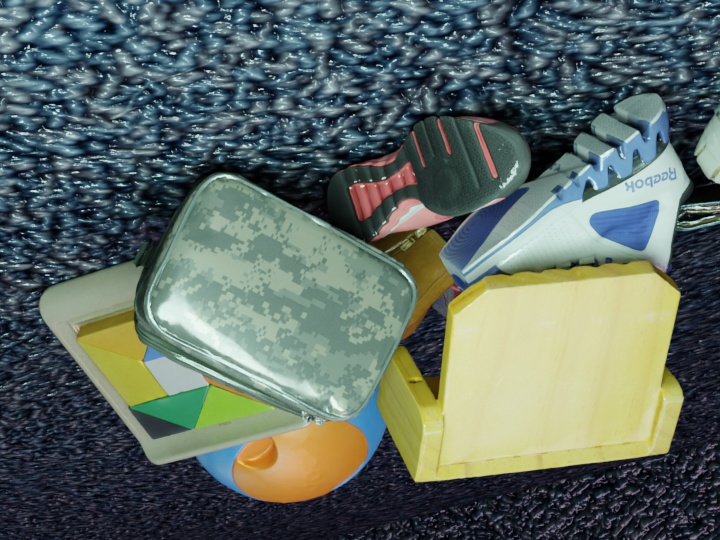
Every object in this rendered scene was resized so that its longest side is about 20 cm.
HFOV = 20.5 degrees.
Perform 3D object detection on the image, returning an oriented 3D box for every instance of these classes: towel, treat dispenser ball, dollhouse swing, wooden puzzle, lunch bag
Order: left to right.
[{"bbox_3d":[-0.159,0.079,1.720,0.184,0.037,0.200,-16,121,26],"label":"wooden puzzle"},{"bbox_3d":[-0.070,0.026,1.508,0.199,0.140,0.168,27,174,-11],"label":"lunch bag"},{"bbox_3d":[-0.071,0.116,1.861,0.200,0.202,0.201,-9,167,-2],"label":"treat dispenser ball"},{"bbox_3d":[0.125,0.049,1.487,0.199,0.177,0.182,-6,-156,-12],"label":"dollhouse swing"},{"bbox_3d":[0.328,-0.066,1.658,0.146,0.022,0.200,-12,-174,12],"label":"towel"}]

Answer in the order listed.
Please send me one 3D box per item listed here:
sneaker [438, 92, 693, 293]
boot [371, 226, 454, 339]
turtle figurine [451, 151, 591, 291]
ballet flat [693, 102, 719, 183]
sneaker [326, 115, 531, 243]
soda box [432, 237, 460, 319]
[{"bbox_3d":[0.167,-0.025,1.454,0.199,0.115,0.081,-37,-159,0],"label":"sneaker"},{"bbox_3d":[0.000,0.000,1.688,0.144,0.201,0.071,-42,128,-8],"label":"boot"},{"bbox_3d":[0.149,-0.029,1.607,0.100,0.151,0.200,22,-166,36],"label":"turtle figurine"},{"bbox_3d":[0.290,-0.094,1.512,0.071,0.069,0.200,-32,166,9],"label":"ballet flat"},{"bbox_3d":[0.063,-0.074,1.480,0.087,0.074,0.200,-15,179,-42],"label":"sneaker"},{"bbox_3d":[0.163,0.000,1.729,0.199,0.070,0.063,-11,-151,-27],"label":"soda box"}]
